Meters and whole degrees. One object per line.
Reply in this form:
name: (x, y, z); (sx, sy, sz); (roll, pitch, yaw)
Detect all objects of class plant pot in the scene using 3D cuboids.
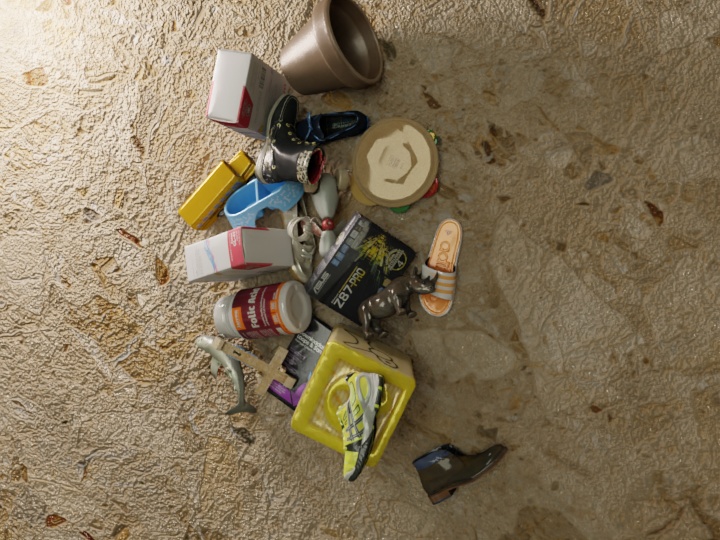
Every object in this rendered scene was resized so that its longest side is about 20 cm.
plant pot: (-0.074, -0.464, 1.525); (0.173, 0.199, 0.203); (-18, 83, 34)

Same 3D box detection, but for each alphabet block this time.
alphabet block: (-0.012, 0.244, 1.439); (0.194, 0.200, 0.198); (24, 96, 0)

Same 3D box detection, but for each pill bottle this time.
pill bottle: (-0.217, 0.091, 1.558); (0.198, 0.114, 0.116); (-10, 85, 28)

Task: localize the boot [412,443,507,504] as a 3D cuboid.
boot: (0.200, 0.391, 1.458); (0.199, 0.075, 0.097); (-38, 82, 14)

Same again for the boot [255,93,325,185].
boot: (-0.133, -0.275, 1.508); (0.152, 0.073, 0.206); (11, 81, 36)

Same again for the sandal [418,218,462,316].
sandal: (0.164, -0.009, 1.489); (0.078, 0.059, 0.209); (10, 91, 16)

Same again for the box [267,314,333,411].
box: (-0.107, 0.217, 1.574); (0.142, 0.036, 0.201); (32, 95, 15)

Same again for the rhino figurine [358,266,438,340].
rhino figurine: (0.077, 0.059, 1.464); (0.199, 0.060, 0.088); (-36, 56, 10)

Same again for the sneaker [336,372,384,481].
sneaker: (-0.008, 0.286, 1.313); (0.075, 0.075, 0.203); (11, 85, 8)

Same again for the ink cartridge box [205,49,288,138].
ink cartridge box: (-0.240, -0.374, 1.539); (0.085, 0.200, 0.150); (12, 91, 16)

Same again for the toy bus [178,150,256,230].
toy bus: (-0.323, -0.185, 1.628); (0.200, 0.078, 0.065); (-46, 77, 10)

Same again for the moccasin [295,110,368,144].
moccasin: (-0.082, -0.323, 1.566); (0.198, 0.068, 0.082); (-13, 85, 18)

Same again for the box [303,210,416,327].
box: (0.000, 0.000, 1.502); (0.160, 0.049, 0.201); (33, 98, -22)

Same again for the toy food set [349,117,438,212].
toy food set: (0.077, -0.228, 1.528); (0.196, 0.049, 0.203); (12, 91, 16)

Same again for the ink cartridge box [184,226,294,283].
ink cartridge box: (-0.264, -0.032, 1.537); (0.198, 0.147, 0.087); (-12, 82, 39)

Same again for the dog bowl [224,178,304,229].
dog bowl: (-0.219, -0.162, 1.581); (0.199, 0.050, 0.112); (-28, 42, 14)

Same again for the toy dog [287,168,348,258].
toy dog: (-0.083, -0.129, 1.547); (0.131, 0.096, 0.202); (21, 78, -13)

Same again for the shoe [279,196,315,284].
shoe: (-0.136, -0.070, 1.571); (0.053, 0.070, 0.203); (-16, 81, 34)

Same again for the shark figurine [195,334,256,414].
shark figurine: (-0.280, 0.215, 1.596); (0.128, 0.089, 0.216); (-41, 75, 40)

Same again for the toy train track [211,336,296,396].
toy train track: (-0.230, 0.202, 1.535); (0.199, 0.033, 0.116); (29, 91, -8)
